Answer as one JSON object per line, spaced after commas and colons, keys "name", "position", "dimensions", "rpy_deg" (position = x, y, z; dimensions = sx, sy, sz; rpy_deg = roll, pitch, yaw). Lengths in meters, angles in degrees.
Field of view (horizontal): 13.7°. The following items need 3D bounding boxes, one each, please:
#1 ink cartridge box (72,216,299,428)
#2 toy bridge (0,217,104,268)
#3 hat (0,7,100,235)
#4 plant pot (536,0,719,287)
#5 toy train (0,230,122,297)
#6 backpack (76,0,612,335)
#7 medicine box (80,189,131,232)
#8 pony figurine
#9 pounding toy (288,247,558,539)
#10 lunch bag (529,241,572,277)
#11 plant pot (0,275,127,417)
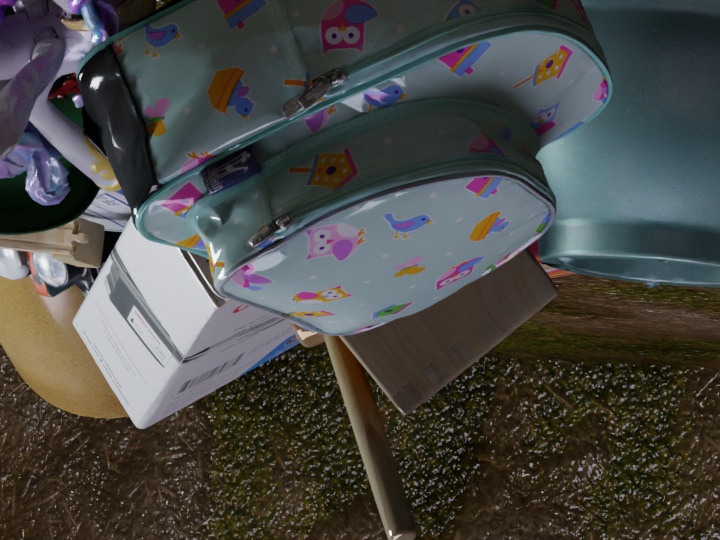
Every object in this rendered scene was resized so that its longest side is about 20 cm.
{"name": "ink cartridge box", "position": [-0.069, -0.005, 1.729], "dimensions": [0.145, 0.084, 0.200], "rpy_deg": [-28, 169, -27]}
{"name": "toy bridge", "position": [-0.245, -0.024, 1.733], "dimensions": [0.200, 0.027, 0.067], "rpy_deg": [3, 173, 25]}
{"name": "hat", "position": [-0.152, -0.132, 1.489], "dimensions": [0.200, 0.166, 0.176], "rpy_deg": [-12, 154, -48]}
{"name": "plant pot", "position": [0.151, -0.063, 1.459], "dimensions": [0.200, 0.134, 0.200], "rpy_deg": [6, 174, 1]}
{"name": "toy train", "position": [-0.147, -0.044, 1.883], "dimensions": [0.114, 0.085, 0.200], "rpy_deg": [7, -150, 41]}
{"name": "backpack", "position": [0.006, -0.070, 1.266], "dimensions": [0.200, 0.153, 0.176], "rpy_deg": [-36, 155, 14]}
{"name": "medicine box", "position": [-0.208, -0.087, 1.715], "dimensions": [0.200, 0.103, 0.182], "rpy_deg": [4, 174, 11]}
{"name": "pony figurine", "position": [-0.157, -0.101, 1.362], "dimensions": [0.193, 0.167, 0.200], "rpy_deg": [-23, 155, 6]}
{"name": "pounding toy", "position": [0.000, 0.000, 1.509], "dimensions": [0.200, 0.142, 0.184], "rpy_deg": [52, 180, -15]}
{"name": "lunch bag", "position": [0.129, -0.036, 1.853], "dimensions": [0.200, 0.082, 0.176], "rpy_deg": [-8, -179, -25]}
{"name": "plant pot", "position": [-0.201, -0.013, 2.129], "dimensions": [0.186, 0.186, 0.200], "rpy_deg": [4, 161, 16]}
